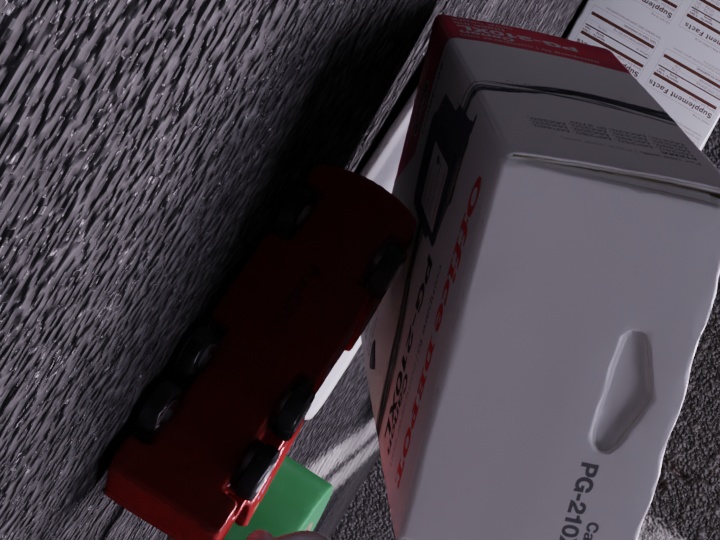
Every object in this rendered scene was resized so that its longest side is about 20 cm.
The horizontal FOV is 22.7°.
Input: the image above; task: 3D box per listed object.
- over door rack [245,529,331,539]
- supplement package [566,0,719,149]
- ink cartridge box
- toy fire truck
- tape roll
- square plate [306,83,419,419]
[{"bbox_3d":[-0.055,0.202,0.661,0.148,0.066,0.202,113,-12,-72],"label":"over door rack"},{"bbox_3d":[0.256,-0.185,1.546,0.201,0.146,0.191,-61,174,9],"label":"supplement package"},{"bbox_3d":[0.059,0.002,0.670,0.200,0.084,0.146,-102,-156,-70],"label":"ink cartridge box"},{"bbox_3d":[-0.053,0.069,0.669,0.201,0.049,0.141,-57,175,-26],"label":"toy fire truck"},{"bbox_3d":[-0.087,0.205,1.090,0.201,0.048,0.200,-59,175,-8],"label":"tape roll"},{"bbox_3d":[0.000,0.000,0.875,0.201,0.028,0.198,-59,174,-2],"label":"square plate"}]
